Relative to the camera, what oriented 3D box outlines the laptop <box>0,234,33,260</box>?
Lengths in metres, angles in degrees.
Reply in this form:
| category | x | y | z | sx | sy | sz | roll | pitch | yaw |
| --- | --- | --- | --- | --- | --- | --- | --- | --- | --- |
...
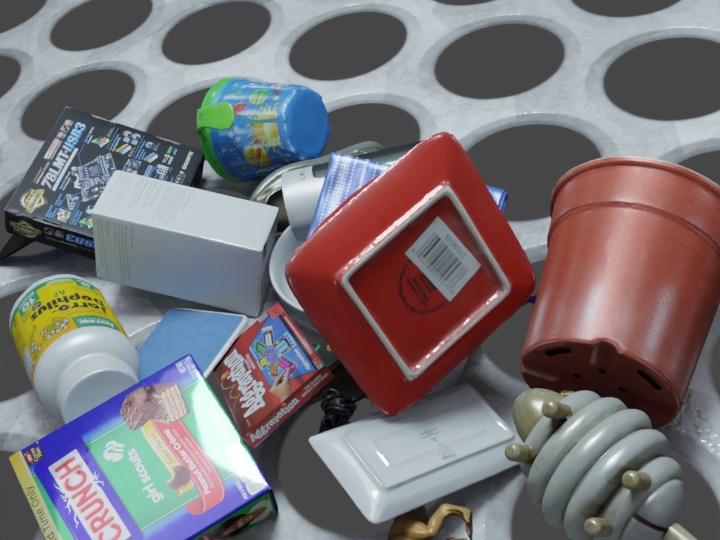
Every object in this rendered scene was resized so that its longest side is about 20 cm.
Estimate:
| category | x | y | z | sx | sy | sz | roll | pitch | yaw |
| --- | --- | --- | --- | --- | --- | --- | --- | --- | --- |
| laptop | -0.359 | -0.065 | 1.401 | 0.199 | 0.104 | 0.178 | 21 | 50 | 1 |

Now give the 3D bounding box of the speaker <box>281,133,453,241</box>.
| category | x | y | z | sx | sy | sz | roll | pitch | yaw |
| --- | --- | --- | --- | --- | --- | --- | --- | --- | --- |
| speaker | 0.014 | -0.090 | 1.164 | 0.199 | 0.081 | 0.082 | -12 | 42 | 6 |

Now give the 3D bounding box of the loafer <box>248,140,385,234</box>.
| category | x | y | z | sx | sy | sz | roll | pitch | yaw |
| --- | --- | --- | --- | --- | --- | --- | --- | --- | --- |
| loafer | -0.045 | -0.098 | 1.291 | 0.199 | 0.076 | 0.070 | -28 | 39 | -12 |

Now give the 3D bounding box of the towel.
| category | x | y | z | sx | sy | sz | roll | pitch | yaw |
| --- | --- | --- | --- | --- | --- | --- | --- | --- | --- |
| towel | 0.043 | -0.038 | 1.092 | 0.199 | 0.024 | 0.146 | 13 | 78 | 13 |

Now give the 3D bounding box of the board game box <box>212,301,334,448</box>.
| category | x | y | z | sx | sy | sz | roll | pitch | yaw |
| --- | --- | --- | --- | --- | --- | --- | --- | --- | --- |
| board game box | -0.095 | 0.100 | 1.067 | 0.103 | 0.019 | 0.200 | -43 | 23 | -2 |

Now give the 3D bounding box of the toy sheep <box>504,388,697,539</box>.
| category | x | y | z | sx | sy | sz | roll | pitch | yaw |
| --- | --- | --- | --- | --- | --- | --- | --- | --- | --- |
| toy sheep | 0.205 | 0.173 | 0.891 | 0.137 | 0.138 | 0.200 | -32 | 57 | -17 |

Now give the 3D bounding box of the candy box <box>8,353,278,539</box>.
| category | x | y | z | sx | sy | sz | roll | pitch | yaw |
| --- | --- | --- | --- | --- | --- | --- | --- | --- | --- |
| candy box | -0.205 | 0.203 | 0.995 | 0.199 | 0.077 | 0.169 | -30 | 62 | -13 |

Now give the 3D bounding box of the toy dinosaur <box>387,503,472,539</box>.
| category | x | y | z | sx | sy | sz | roll | pitch | yaw |
| --- | --- | --- | --- | --- | --- | --- | --- | --- | --- |
| toy dinosaur | 0.049 | 0.231 | 0.928 | 0.105 | 0.061 | 0.201 | -6 | 43 | 13 |

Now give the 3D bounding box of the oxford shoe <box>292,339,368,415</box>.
| category | x | y | z | sx | sy | sz | roll | pitch | yaw |
| --- | --- | --- | --- | --- | --- | --- | --- | --- | --- |
| oxford shoe | -0.024 | 0.110 | 1.069 | 0.199 | 0.085 | 0.073 | -35 | 25 | 10 |

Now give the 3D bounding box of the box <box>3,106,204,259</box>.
| category | x | y | z | sx | sy | sz | roll | pitch | yaw |
| --- | --- | --- | --- | --- | --- | --- | --- | --- | --- |
| box | -0.322 | -0.104 | 1.343 | 0.197 | 0.050 | 0.201 | 16 | 49 | -1 |

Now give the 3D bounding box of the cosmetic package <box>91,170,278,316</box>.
| category | x | y | z | sx | sy | sz | roll | pitch | yaw |
| --- | --- | --- | --- | --- | --- | --- | --- | --- | --- |
| cosmetic package | -0.199 | -0.031 | 1.202 | 0.199 | 0.113 | 0.081 | 13 | 46 | 1 |

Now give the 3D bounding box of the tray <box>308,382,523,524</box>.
| category | x | y | z | sx | sy | sz | roll | pitch | yaw |
| --- | --- | --- | --- | --- | --- | --- | --- | --- | --- |
| tray | 0.061 | 0.157 | 0.961 | 0.199 | 0.022 | 0.107 | -14 | 47 | -36 |

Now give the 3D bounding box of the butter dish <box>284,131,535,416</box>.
| category | x | y | z | sx | sy | sz | roll | pitch | yaw |
| --- | --- | --- | --- | --- | --- | --- | --- | --- | --- |
| butter dish | 0.029 | -0.008 | 0.972 | 0.199 | 0.200 | 0.148 | -40 | 28 | -9 |

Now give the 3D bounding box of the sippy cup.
| category | x | y | z | sx | sy | sz | roll | pitch | yaw |
| --- | --- | --- | --- | --- | --- | --- | --- | --- | --- |
| sippy cup | -0.115 | -0.182 | 1.338 | 0.130 | 0.140 | 0.178 | 1 | 34 | 36 |

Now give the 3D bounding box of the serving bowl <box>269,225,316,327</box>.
| category | x | y | z | sx | sy | sz | roll | pitch | yaw |
| --- | --- | --- | --- | --- | --- | --- | --- | --- | --- |
| serving bowl | 0.000 | 0.000 | 1.181 | 0.199 | 0.066 | 0.201 | -8 | 44 | 8 |

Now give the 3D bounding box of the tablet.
| category | x | y | z | sx | sy | sz | roll | pitch | yaw |
| --- | --- | --- | --- | --- | --- | --- | --- | --- | --- |
| tablet | -0.218 | 0.118 | 1.147 | 0.129 | 0.014 | 0.200 | 4 | 46 | 37 |

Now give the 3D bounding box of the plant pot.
| category | x | y | z | sx | sy | sz | roll | pitch | yaw |
| --- | --- | --- | --- | --- | --- | --- | --- | --- | --- |
| plant pot | 0.249 | 0.032 | 0.993 | 0.200 | 0.201 | 0.196 | 10 | 57 | 26 |

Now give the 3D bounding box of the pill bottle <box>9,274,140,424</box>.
| category | x | y | z | sx | sy | sz | roll | pitch | yaw |
| --- | --- | --- | --- | --- | --- | --- | --- | --- | --- |
| pill bottle | -0.301 | 0.093 | 1.123 | 0.112 | 0.113 | 0.200 | -29 | 36 | -14 |

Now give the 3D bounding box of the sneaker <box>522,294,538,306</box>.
| category | x | y | z | sx | sy | sz | roll | pitch | yaw |
| --- | --- | --- | --- | --- | --- | --- | --- | --- | --- |
| sneaker | 0.135 | -0.019 | 1.178 | 0.087 | 0.075 | 0.201 | 10 | 34 | -18 |

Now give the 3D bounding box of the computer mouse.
| category | x | y | z | sx | sy | sz | roll | pitch | yaw |
| --- | --- | --- | --- | --- | --- | --- | --- | --- | --- |
| computer mouse | 0.044 | 0.115 | 1.034 | 0.199 | 0.110 | 0.044 | -29 | 59 | -26 |
